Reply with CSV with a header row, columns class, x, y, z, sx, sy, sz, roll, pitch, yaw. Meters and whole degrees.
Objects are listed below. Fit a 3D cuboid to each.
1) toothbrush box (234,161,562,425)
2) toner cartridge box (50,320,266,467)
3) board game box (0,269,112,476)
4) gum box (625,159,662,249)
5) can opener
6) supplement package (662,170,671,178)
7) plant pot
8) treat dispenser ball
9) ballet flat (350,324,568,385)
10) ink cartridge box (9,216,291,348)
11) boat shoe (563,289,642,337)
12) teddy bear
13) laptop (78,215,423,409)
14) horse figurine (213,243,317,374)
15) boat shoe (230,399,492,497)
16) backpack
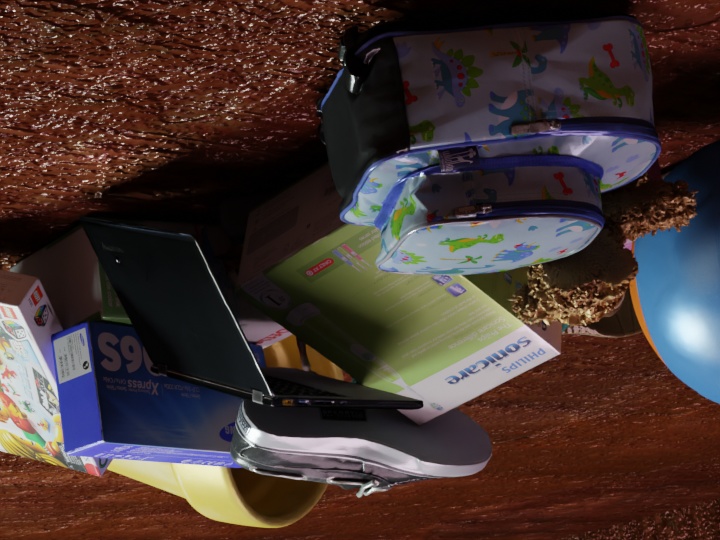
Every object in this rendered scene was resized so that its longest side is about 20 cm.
class,x,y,z,sx,sy,sz,roll,pitch,yaw
toothbrush box,0.031,0.008,1.559,0.145,0.086,0.200,-31,125,35
toner cartridge box,-0.148,0.098,1.646,0.043,0.095,0.200,-19,162,35
board game box,-0.275,0.074,1.658,0.126,0.035,0.200,10,140,28
gum box,0.160,-0.049,1.648,0.113,0.066,0.200,-9,165,-6
can opener,-0.006,-0.041,1.608,0.199,0.067,0.053,-4,165,5
supplement package,0.322,-0.034,1.700,0.117,0.118,0.200,4,160,-43
plant pot,-0.143,0.127,1.943,0.188,0.201,0.201,1,173,34
treat dispenser ball,0.290,0.001,1.504,0.200,0.201,0.201,-8,166,-2
ballet flat,0.083,0.071,1.706,0.200,0.067,0.070,-29,166,-5
ink cartridge box,-0.158,0.021,1.702,0.200,0.084,0.145,3,162,-36
boat shoe,0.176,0.022,1.788,0.199,0.072,0.065,-12,-163,-11
teddy bear,0.155,-0.040,1.459,0.145,0.200,0.067,-20,136,2
laptop,-0.081,0.030,1.540,0.200,0.116,0.187,4,-176,-32
horse figurine,0.000,0.000,1.673,0.200,0.133,0.050,-27,-173,-7
boat shoe,-0.001,0.139,1.634,0.199,0.074,0.068,4,133,-16
backpack,0.087,-0.077,1.345,0.199,0.147,0.183,-9,169,-10
